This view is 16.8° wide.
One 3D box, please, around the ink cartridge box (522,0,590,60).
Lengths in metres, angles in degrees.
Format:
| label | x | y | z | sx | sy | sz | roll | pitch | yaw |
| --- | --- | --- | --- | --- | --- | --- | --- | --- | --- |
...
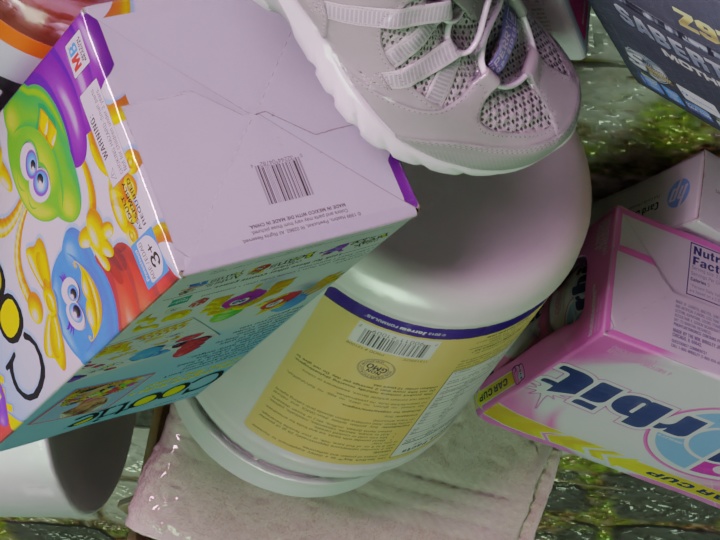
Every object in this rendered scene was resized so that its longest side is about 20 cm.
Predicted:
| label | x | y | z | sx | sy | sz | roll | pitch | yaw |
| --- | --- | --- | --- | --- | --- | --- | --- | --- | --- |
| ink cartridge box | 0.005 | -0.140 | 0.862 | 0.118 | 0.042 | 0.200 | 0 | 154 | 18 |

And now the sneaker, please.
| label | x | y | z | sx | sy | sz | roll | pitch | yaw |
| --- | --- | --- | --- | --- | --- | --- | --- | --- | --- |
| sneaker | 0.020 | -0.095 | 0.816 | 0.082 | 0.075 | 0.200 | -11 | 147 | 39 |

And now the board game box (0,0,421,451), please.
| label | x | y | z | sx | sy | sz | roll | pitch | yaw |
| --- | --- | --- | --- | --- | --- | --- | --- | --- | --- |
| board game box | -0.082 | -0.019 | 0.927 | 0.104 | 0.104 | 0.200 | -15 | 166 | -33 |

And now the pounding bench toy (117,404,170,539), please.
| label | x | y | z | sx | sy | sz | roll | pitch | yaw |
| --- | --- | --- | --- | --- | --- | --- | --- | --- | --- |
| pounding bench toy | -0.023 | 0.132 | 1.320 | 0.199 | 0.157 | 0.124 | 28 | 147 | -31 |

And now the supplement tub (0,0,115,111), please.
| label | x | y | z | sx | sy | sz | roll | pitch | yaw |
| --- | --- | --- | --- | --- | --- | --- | --- | --- | --- |
| supplement tub | -0.127 | -0.113 | 0.943 | 0.106 | 0.108 | 0.200 | 20 | 152 | -19 |

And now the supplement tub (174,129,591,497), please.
| label | x | y | z | sx | sy | sz | roll | pitch | yaw |
| --- | --- | --- | --- | --- | --- | --- | --- | --- | --- |
| supplement tub | 0.000 | 0.000 | 1.051 | 0.144 | 0.146 | 0.200 | 16 | 146 | -12 |

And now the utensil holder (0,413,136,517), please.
| label | x | y | z | sx | sy | sz | roll | pitch | yaw |
| --- | --- | --- | --- | --- | --- | --- | --- | --- | --- |
| utensil holder | -0.225 | 0.039 | 1.203 | 0.198 | 0.171 | 0.170 | 1 | 152 | 13 |

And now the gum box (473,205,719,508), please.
| label | x | y | z | sx | sy | sz | roll | pitch | yaw |
| --- | --- | --- | --- | --- | --- | --- | --- | --- | --- |
| gum box | 0.158 | 0.049 | 1.109 | 0.199 | 0.067 | 0.113 | 21 | 149 | -19 |

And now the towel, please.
| label | x | y | z | sx | sy | sz | roll | pitch | yaw |
| --- | --- | --- | --- | --- | --- | --- | --- | --- | --- |
| towel | -0.002 | 0.090 | 1.187 | 0.199 | 0.133 | 0.034 | 18 | 180 | -11 |

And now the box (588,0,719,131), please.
| label | x | y | z | sx | sy | sz | roll | pitch | yaw |
| --- | --- | --- | --- | --- | --- | --- | --- | --- | --- |
| box | 0.155 | -0.076 | 0.817 | 0.200 | 0.051 | 0.158 | 35 | 171 | 33 |

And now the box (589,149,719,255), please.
| label | x | y | z | sx | sy | sz | roll | pitch | yaw |
| --- | --- | --- | --- | --- | --- | --- | --- | --- | --- |
| box | 0.149 | 0.020 | 1.175 | 0.155 | 0.041 | 0.200 | 27 | 147 | -30 |
